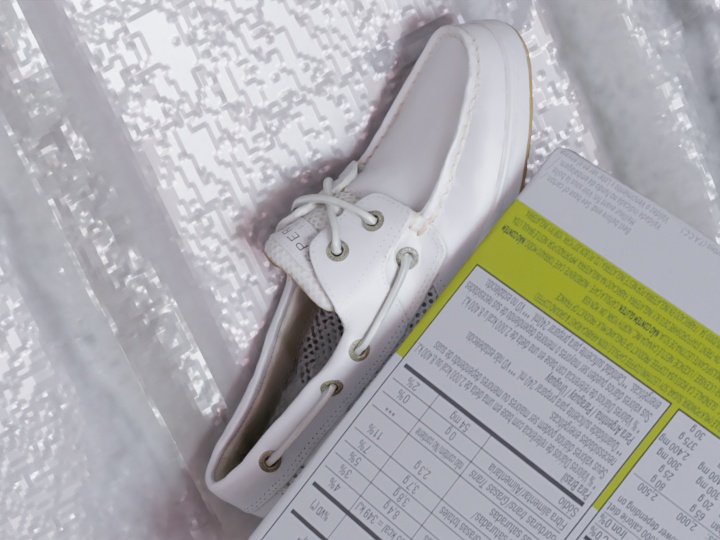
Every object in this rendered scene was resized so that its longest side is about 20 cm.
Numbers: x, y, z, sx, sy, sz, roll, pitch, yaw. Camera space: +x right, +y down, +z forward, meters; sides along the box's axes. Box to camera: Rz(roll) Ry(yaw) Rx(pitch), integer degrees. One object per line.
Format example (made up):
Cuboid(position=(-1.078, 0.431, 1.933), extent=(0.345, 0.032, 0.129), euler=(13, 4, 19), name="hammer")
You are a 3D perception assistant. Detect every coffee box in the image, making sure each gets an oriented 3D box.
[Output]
Cuboid(position=(0.116, 0.116, 0.890), extent=(0.198, 0.200, 0.200), euler=(-52, 138, -1), name="coffee box")

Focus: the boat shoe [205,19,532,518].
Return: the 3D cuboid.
Cuboid(position=(0.000, 0.000, 0.917), extent=(0.069, 0.071, 0.200), euler=(17, 98, -26), name="boat shoe")
